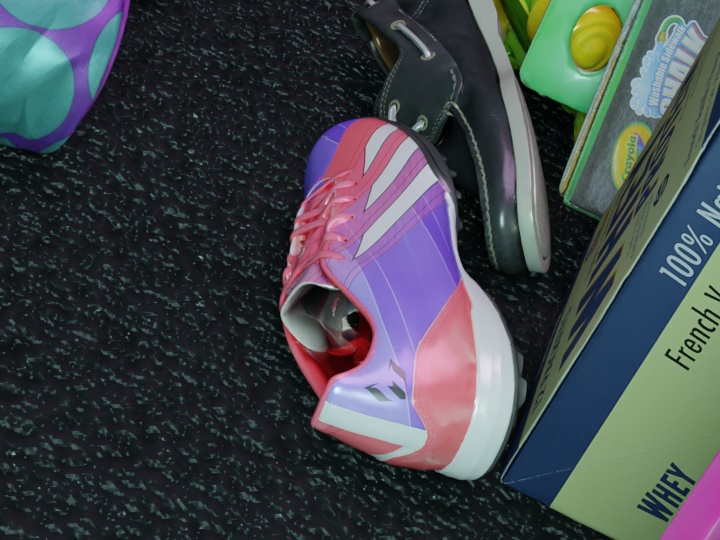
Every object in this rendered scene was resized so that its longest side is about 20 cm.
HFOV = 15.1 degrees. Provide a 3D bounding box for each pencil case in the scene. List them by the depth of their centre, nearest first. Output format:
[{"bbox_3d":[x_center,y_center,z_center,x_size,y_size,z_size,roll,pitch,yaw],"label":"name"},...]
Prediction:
[{"bbox_3d":[-0.188,-0.110,0.997,0.199,0.085,0.093,19,55,-18],"label":"pencil case"}]

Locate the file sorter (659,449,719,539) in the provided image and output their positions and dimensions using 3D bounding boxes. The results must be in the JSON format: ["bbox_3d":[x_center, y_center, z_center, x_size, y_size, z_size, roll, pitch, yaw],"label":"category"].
[{"bbox_3d":[0.169,0.110,0.796,0.139,0.200,0.125,-3,41,-47],"label":"file sorter"}]

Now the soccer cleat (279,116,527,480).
[{"bbox_3d":[0.000,0.000,1.000,0.073,0.068,0.200,11,31,-22],"label":"soccer cleat"}]

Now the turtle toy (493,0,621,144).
[{"bbox_3d":[0.107,-0.144,1.259,0.146,0.101,0.200,56,-6,45],"label":"turtle toy"}]

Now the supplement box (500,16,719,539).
[{"bbox_3d":[0.187,0.016,0.959,0.199,0.200,0.134,26,43,-1],"label":"supplement box"}]

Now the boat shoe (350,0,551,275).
[{"bbox_3d":[0.041,-0.062,1.182,0.067,0.072,0.200,-15,40,0],"label":"boat shoe"}]

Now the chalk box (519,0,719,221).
[{"bbox_3d":[0.169,-0.067,1.153,0.199,0.125,0.124,27,15,16],"label":"chalk box"}]
